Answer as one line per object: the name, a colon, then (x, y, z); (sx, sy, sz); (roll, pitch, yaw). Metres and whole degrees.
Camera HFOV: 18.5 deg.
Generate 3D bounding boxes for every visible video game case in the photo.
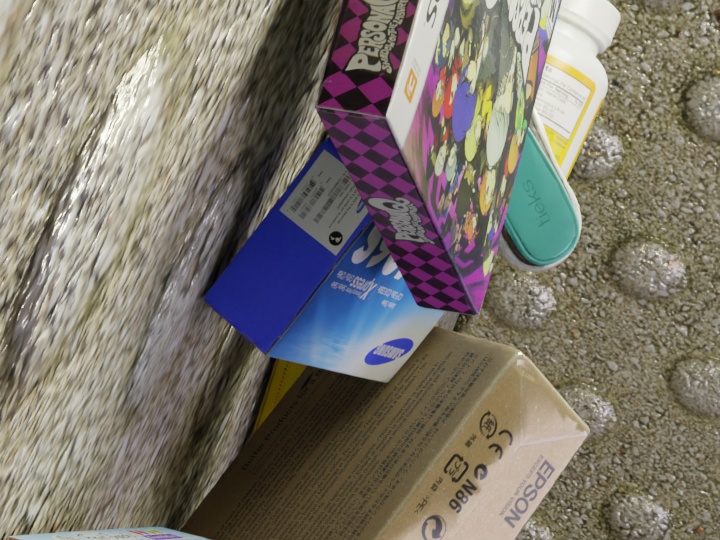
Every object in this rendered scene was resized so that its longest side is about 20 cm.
video game case: (0.041, -0.101, 0.955); (0.200, 0.036, 0.182); (62, 41, -62)

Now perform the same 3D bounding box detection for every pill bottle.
pill bottle: (0.123, -0.123, 1.705); (0.113, 0.112, 0.201); (77, 38, -82)

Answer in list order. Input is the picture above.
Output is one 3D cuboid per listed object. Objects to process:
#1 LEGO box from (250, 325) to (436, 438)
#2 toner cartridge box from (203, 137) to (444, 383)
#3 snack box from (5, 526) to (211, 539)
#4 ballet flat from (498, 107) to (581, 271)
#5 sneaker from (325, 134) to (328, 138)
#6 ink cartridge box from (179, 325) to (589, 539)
LEGO box: (0.006, 0.026, 1.389); (0.149, 0.077, 0.201); (-60, 173, -46)
toner cartridge box: (0.000, 0.000, 1.068); (0.095, 0.043, 0.200); (-51, 163, 6)
snack box: (-0.104, 0.205, 0.858); (0.169, 0.067, 0.201); (22, 81, -74)
ballet flat: (0.058, -0.093, 1.154); (0.201, 0.069, 0.069); (68, 25, -19)
sneaker: (0.006, -0.035, 1.225); (0.116, 0.075, 0.200); (-62, 166, 21)
ink cartridge box: (0.001, 0.126, 1.166); (0.200, 0.075, 0.165); (-52, -151, -14)
